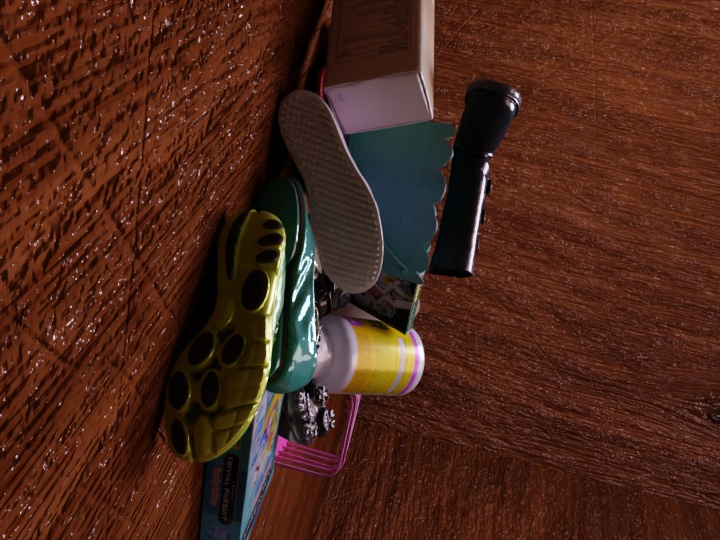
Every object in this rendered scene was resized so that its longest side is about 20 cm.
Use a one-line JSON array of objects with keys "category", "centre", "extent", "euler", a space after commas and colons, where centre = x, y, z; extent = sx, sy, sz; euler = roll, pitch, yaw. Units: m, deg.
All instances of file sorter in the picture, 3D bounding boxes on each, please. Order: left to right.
[{"category": "file sorter", "centre": [-0.071, 0.235, 1.099], "extent": [0.200, 0.122, 0.143], "euler": [67, 36, -84]}]

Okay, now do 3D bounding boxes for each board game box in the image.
[{"category": "board game box", "centre": [-0.122, 0.187, 0.749], "extent": [0.152, 0.046, 0.205], "euler": [-70, 171, -64]}, {"category": "board game box", "centre": [0.000, 0.000, 0.991], "extent": [0.023, 0.197, 0.107], "euler": [-25, 135, -47]}]

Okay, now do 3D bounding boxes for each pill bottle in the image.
[{"category": "pill bottle", "centre": [-0.010, 0.119, 0.966], "extent": [0.103, 0.197, 0.107], "euler": [-13, -107, 46]}]

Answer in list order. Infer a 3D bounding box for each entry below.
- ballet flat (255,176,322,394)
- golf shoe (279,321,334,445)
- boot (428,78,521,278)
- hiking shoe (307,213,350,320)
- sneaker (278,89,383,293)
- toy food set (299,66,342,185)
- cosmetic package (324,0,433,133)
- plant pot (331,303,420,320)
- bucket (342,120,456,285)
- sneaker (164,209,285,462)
[{"category": "ballet flat", "centre": [-0.067, 0.015, 0.643], "extent": [0.070, 0.066, 0.205], "euler": [33, 51, -52]}, {"category": "golf shoe", "centre": [-0.095, 0.111, 0.853], "extent": [0.077, 0.093, 0.206], "euler": [2, 79, -46]}, {"category": "boot", "centre": [0.127, -0.097, 0.807], "extent": [0.165, 0.064, 0.205], "euler": [61, 44, -82]}, {"category": "hiking shoe", "centre": [-0.060, 0.026, 0.707], "extent": [0.076, 0.098, 0.204], "euler": [110, -7, -60]}, {"category": "sneaker", "centre": [-0.026, -0.079, 0.719], "extent": [0.114, 0.071, 0.206], "euler": [-142, -144, -87]}, {"category": "toy food set", "centre": [-0.031, -0.206, 0.883], "extent": [0.199, 0.047, 0.205], "euler": [-70, 172, -65]}, {"category": "cosmetic package", "centre": [0.025, -0.253, 0.740], "extent": [0.071, 0.102, 0.205], "euler": [58, 32, -56]}, {"category": "plant pot", "centre": [-0.012, 0.089, 1.288], "extent": [0.175, 0.197, 0.202], "euler": [-56, 167, -27]}, {"category": "bucket", "centre": [0.035, -0.096, 0.859], "extent": [0.207, 0.131, 0.213], "euler": [12, 90, -87]}, {"category": "sneaker", "centre": [-0.094, 0.053, 0.547], "extent": [0.084, 0.072, 0.204], "euler": [87, 15, -62]}]
